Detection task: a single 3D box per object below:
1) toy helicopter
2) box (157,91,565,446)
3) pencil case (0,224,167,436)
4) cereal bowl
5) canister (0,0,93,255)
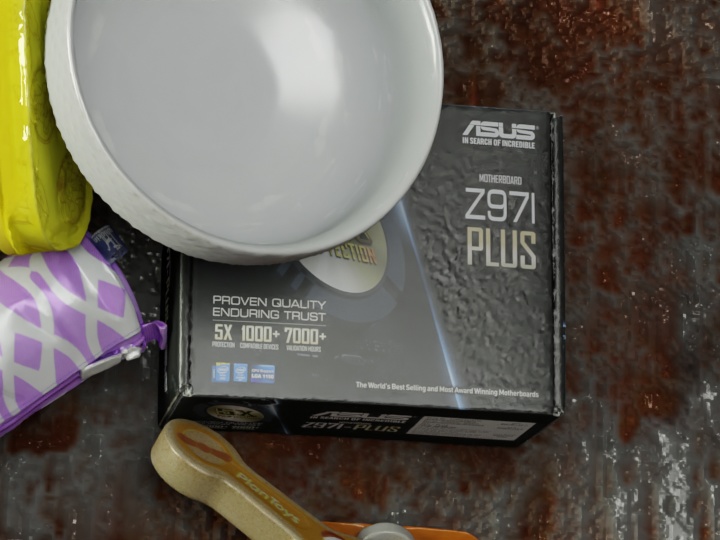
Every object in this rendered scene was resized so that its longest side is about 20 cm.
[{"bbox_3d":[-0.017,0.138,1.254,0.200,0.132,0.079,38,113,7],"label":"toy helicopter"},{"bbox_3d":[0.000,0.000,1.300,0.200,0.086,0.164,4,74,-11],"label":"box"},{"bbox_3d":[-0.194,0.058,1.241,0.200,0.084,0.086,-36,76,-15],"label":"pencil case"},{"bbox_3d":[-0.063,-0.096,1.212,0.200,0.083,0.200,7,75,-26],"label":"cereal bowl"},{"bbox_3d":[-0.240,-0.080,1.222,0.200,0.087,0.149,-1,95,13],"label":"canister"}]
